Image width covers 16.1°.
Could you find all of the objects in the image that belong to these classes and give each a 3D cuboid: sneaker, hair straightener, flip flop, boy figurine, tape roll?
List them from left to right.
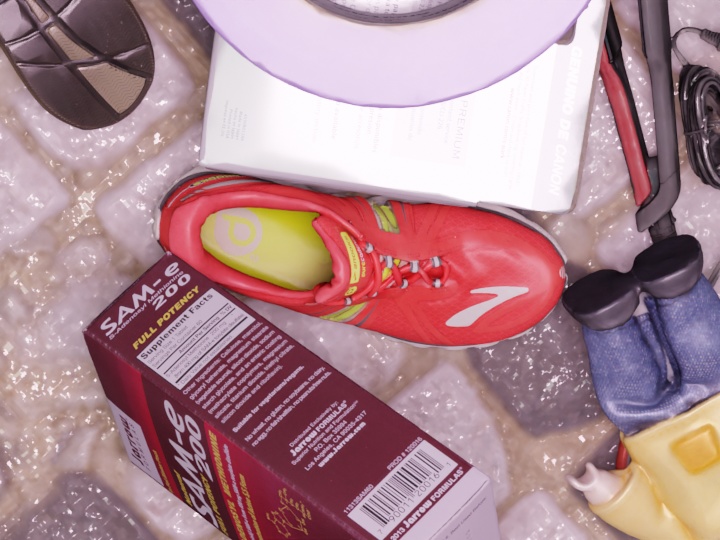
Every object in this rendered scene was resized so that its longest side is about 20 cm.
[{"bbox_3d":[-0.158,-0.158,1.177,0.081,0.058,0.201,-30,114,-3],"label":"flip flop"},{"bbox_3d":[0.000,0.000,1.190,0.198,0.085,0.078,8,99,-4],"label":"sneaker"},{"bbox_3d":[0.013,-0.172,1.078,0.198,0.085,0.202,0,98,0],"label":"tape roll"},{"bbox_3d":[0.150,-0.087,1.196,0.076,0.041,0.202,-10,101,18],"label":"hair straightener"},{"bbox_3d":[0.160,0.089,1.207,0.124,0.064,0.201,-23,105,2],"label":"boy figurine"}]

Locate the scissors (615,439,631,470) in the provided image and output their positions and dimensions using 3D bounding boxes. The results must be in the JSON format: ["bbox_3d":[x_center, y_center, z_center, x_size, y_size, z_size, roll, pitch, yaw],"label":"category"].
[{"bbox_3d":[0.185,0.025,1.238,0.073,0.014,0.201,19,99,-4],"label":"scissors"}]

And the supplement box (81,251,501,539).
[{"bbox_3d":[-0.028,0.088,1.138,0.199,0.109,0.061,34,64,31],"label":"supplement box"}]

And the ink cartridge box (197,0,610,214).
[{"bbox_3d":[0.026,-0.136,1.168,0.174,0.084,0.202,9,98,-1],"label":"ink cartridge box"}]
